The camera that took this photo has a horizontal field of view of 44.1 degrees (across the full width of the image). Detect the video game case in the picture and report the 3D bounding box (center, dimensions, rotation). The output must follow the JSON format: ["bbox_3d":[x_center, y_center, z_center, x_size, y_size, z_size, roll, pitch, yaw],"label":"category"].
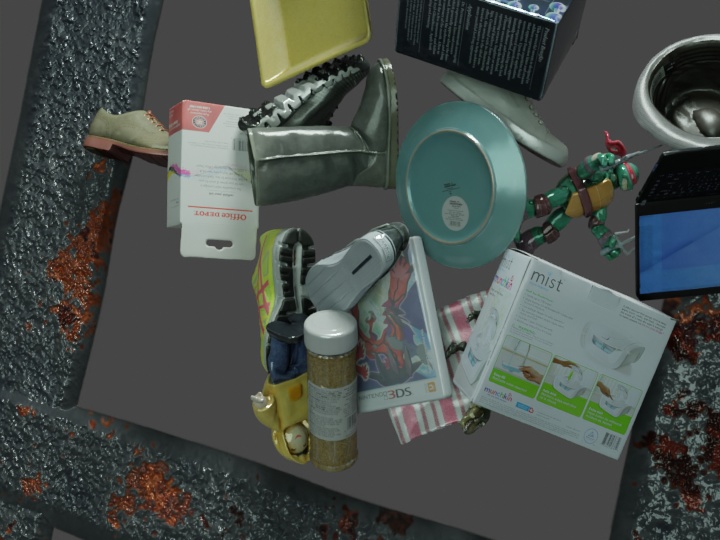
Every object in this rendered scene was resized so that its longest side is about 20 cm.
[{"bbox_3d":[0.022,0.076,1.150,0.180,0.023,0.205,-16,82,37],"label":"video game case"}]

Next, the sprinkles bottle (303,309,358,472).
[{"bbox_3d":[-0.036,0.154,1.124,0.067,0.068,0.205,8,116,17],"label":"sprinkles bottle"}]

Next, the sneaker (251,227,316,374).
[{"bbox_3d":[-0.110,0.038,1.206,0.089,0.077,0.205,17,103,48],"label":"sneaker"}]

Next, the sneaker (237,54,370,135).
[{"bbox_3d":[-0.065,-0.214,1.203,0.198,0.066,0.092,-34,122,-8],"label":"sneaker"}]

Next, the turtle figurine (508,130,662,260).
[{"bbox_3d":[0.275,-0.081,1.078,0.197,0.101,0.151,-25,121,9],"label":"turtle figurine"}]

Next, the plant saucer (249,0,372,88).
[{"bbox_3d":[-0.063,-0.367,1.190,0.197,0.048,0.205,-13,84,39],"label":"plant saucer"}]

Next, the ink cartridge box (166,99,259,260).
[{"bbox_3d":[-0.199,-0.117,1.205,0.067,0.114,0.206,-4,84,60],"label":"ink cartridge box"}]

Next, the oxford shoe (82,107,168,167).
[{"bbox_3d":[-0.302,-0.193,1.270,0.195,0.070,0.077,11,81,12],"label":"oxford shoe"}]

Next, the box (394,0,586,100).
[{"bbox_3d":[0.161,-0.317,1.080,0.196,0.108,0.149,22,50,15],"label":"box"}]

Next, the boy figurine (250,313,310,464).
[{"bbox_3d":[-0.094,0.163,1.164,0.064,0.123,0.205,19,114,40],"label":"boy figurine"}]

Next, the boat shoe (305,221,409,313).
[{"bbox_3d":[0.000,0.000,1.109,0.199,0.070,0.073,-30,88,55],"label":"boat shoe"}]

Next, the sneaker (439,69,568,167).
[{"bbox_3d":[0.195,-0.214,1.117,0.199,0.073,0.085,42,101,16],"label":"sneaker"}]

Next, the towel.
[{"bbox_3d":[0.114,0.123,1.149,0.196,0.030,0.149,-23,81,15],"label":"towel"}]

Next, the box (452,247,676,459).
[{"bbox_3d":[0.235,0.095,1.038,0.196,0.097,0.180,21,94,-12],"label":"box"}]

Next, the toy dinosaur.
[{"bbox_3d":[0.158,0.098,1.100,0.087,0.047,0.203,30,94,4],"label":"toy dinosaur"}]

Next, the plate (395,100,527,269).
[{"bbox_3d":[0.112,-0.102,1.079,0.197,0.025,0.206,9,104,41],"label":"plate"}]

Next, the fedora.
[{"bbox_3d":[0.409,-0.179,1.020,0.176,0.091,0.200,-39,47,-6],"label":"fedora"}]

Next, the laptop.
[{"bbox_3d":[0.402,-0.052,0.978,0.173,0.201,0.106,-6,71,2],"label":"laptop"}]

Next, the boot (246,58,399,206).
[{"bbox_3d":[-0.049,-0.179,1.151,0.195,0.073,0.187,-2,93,-4],"label":"boot"}]
